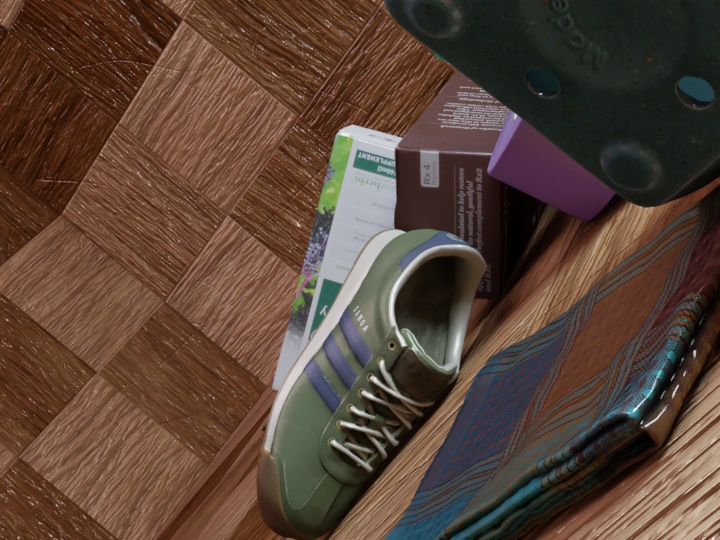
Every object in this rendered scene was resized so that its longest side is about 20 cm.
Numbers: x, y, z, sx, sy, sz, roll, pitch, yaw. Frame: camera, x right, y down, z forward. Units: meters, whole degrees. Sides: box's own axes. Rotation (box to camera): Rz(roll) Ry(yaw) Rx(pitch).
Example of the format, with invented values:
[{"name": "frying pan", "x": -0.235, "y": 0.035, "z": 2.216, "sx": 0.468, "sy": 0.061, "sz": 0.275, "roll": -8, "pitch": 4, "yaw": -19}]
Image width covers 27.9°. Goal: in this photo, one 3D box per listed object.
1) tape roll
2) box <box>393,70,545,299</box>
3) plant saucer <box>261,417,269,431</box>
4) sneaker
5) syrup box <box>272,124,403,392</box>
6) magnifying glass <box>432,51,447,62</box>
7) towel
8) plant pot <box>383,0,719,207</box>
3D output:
[{"name": "tape roll", "x": 0.142, "y": -0.131, "z": 0.806, "sx": 0.200, "sy": 0.065, "sz": 0.201, "roll": -90, "pitch": 26, "yaw": -89}, {"name": "box", "x": 0.082, "y": -0.068, "z": 0.980, "sx": 0.200, "sy": 0.074, "sz": 0.101, "roll": -53, "pitch": -36, "yaw": -59}, {"name": "plant saucer", "x": 0.003, "y": 0.067, "z": 1.289, "sx": 0.200, "sy": 0.048, "sz": 0.200, "roll": -52, "pitch": 1, "yaw": -19}, {"name": "sneaker", "x": 0.011, "y": 0.062, "z": 0.833, "sx": 0.090, "sy": 0.067, "sz": 0.201, "roll": -4, "pitch": 57, "yaw": 55}, {"name": "syrup box", "x": 0.000, "y": 0.000, "z": 1.075, "sx": 0.081, "sy": 0.078, "sz": 0.202, "roll": -52, "pitch": -22, "yaw": -79}, {"name": "magnifying glass", "x": 0.115, "y": -0.148, "z": 1.016, "sx": 0.079, "sy": 0.023, "sz": 0.200, "roll": -12, "pitch": 24, "yaw": -22}, {"name": "towel", "x": 0.069, "y": 0.043, "z": 0.508, "sx": 0.147, "sy": 0.022, "sz": 0.200, "roll": -53, "pitch": 3, "yaw": -37}, {"name": "plant pot", "x": 0.113, "y": -0.141, "z": 0.480, "sx": 0.201, "sy": 0.196, "sz": 0.196, "roll": -56, "pitch": 5, "yaw": -33}]
